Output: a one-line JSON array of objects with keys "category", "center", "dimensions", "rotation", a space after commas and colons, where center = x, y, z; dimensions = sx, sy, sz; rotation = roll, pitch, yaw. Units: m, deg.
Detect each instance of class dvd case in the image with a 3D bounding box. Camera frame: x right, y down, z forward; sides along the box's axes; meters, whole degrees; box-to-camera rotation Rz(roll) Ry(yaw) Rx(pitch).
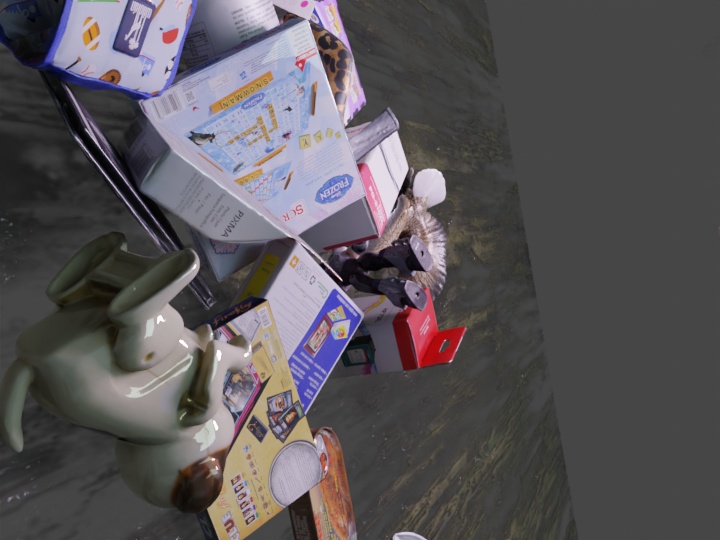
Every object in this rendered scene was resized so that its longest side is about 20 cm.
[{"category": "dvd case", "center": [-0.197, -0.071, 0.738], "dimensions": [0.149, 0.016, 0.202], "rotation": [50, -9, 47]}]

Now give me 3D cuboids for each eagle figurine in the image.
[{"category": "eagle figurine", "center": [0.064, -0.055, 1.390], "dimensions": [0.153, 0.148, 0.204], "rotation": [86, 3, -51]}]

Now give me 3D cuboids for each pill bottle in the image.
[{"category": "pill bottle", "center": [-0.141, -0.252, 0.947], "dimensions": [0.114, 0.111, 0.204], "rotation": [-61, 137, -59]}]

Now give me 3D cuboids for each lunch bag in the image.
[{"category": "lunch bag", "center": [-0.223, -0.252, 0.716], "dimensions": [0.169, 0.121, 0.206], "rotation": [-3, 85, -69]}]

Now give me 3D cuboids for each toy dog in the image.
[{"category": "toy dog", "center": [-0.167, 0.102, 0.690], "dimensions": [0.195, 0.137, 0.203], "rotation": [-55, 134, -38]}]

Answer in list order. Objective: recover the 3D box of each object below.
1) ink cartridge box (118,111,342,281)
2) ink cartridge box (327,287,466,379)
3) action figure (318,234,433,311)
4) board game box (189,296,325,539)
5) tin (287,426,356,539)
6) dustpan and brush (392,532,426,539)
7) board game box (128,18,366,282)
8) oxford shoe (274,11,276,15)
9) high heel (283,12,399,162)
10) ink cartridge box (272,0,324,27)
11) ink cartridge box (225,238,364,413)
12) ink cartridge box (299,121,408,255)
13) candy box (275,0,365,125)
[{"category": "ink cartridge box", "center": [-0.122, -0.054, 0.792], "dimensions": [0.199, 0.048, 0.160], "rotation": [39, 2, -29]}, {"category": "ink cartridge box", "center": [0.028, 0.080, 1.119], "dimensions": [0.116, 0.195, 0.069], "rotation": [-50, 127, -64]}, {"category": "action figure", "center": [0.000, 0.000, 1.102], "dimensions": [0.069, 0.197, 0.133], "rotation": [34, 66, -42]}, {"category": "board game box", "center": [-0.119, 0.147, 0.842], "dimensions": [0.134, 0.034, 0.204], "rotation": [-28, 111, -34]}, {"category": "tin", "center": [-0.047, 0.289, 1.045], "dimensions": [0.112, 0.041, 0.205], "rotation": [-41, 123, -71]}, {"category": "dustpan and brush", "center": [0.112, 0.487, 1.353], "dimensions": [0.200, 0.056, 0.143], "rotation": [42, 43, -59]}, {"category": "board game box", "center": [-0.109, -0.125, 0.904], "dimensions": [0.198, 0.041, 0.203], "rotation": [-31, 117, -21]}, {"category": "oxford shoe", "center": [-0.128, -0.258, 1.079], "dimensions": [0.204, 0.070, 0.072], "rotation": [71, -19, 0]}, {"category": "high heel", "center": [-0.064, -0.203, 1.024], "dimensions": [0.201, 0.142, 0.072], "rotation": [50, -20, 6]}, {"category": "ink cartridge box", "center": [-0.115, -0.371, 1.070], "dimensions": [0.198, 0.037, 0.096], "rotation": [11, 49, -53]}, {"category": "ink cartridge box", "center": [-0.091, 0.090, 0.955], "dimensions": [0.202, 0.046, 0.198], "rotation": [-57, 150, -10]}, {"category": "ink cartridge box", "center": [-0.029, -0.109, 1.131], "dimensions": [0.201, 0.142, 0.086], "rotation": [-66, 138, -56]}, {"category": "candy box", "center": [-0.069, -0.278, 1.207], "dimensions": [0.201, 0.070, 0.171], "rotation": [-59, 135, -61]}]
